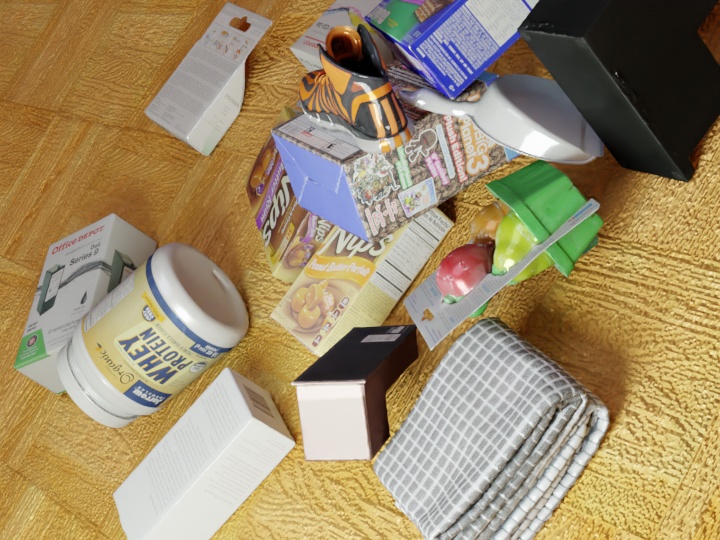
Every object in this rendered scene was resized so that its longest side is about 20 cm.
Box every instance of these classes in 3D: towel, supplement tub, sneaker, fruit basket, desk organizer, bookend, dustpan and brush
[{"bbox_3d":[0.108,0.156,1.356,0.200,0.085,0.166,-53,34,2],"label":"towel"},{"bbox_3d":[-0.245,0.079,1.778,0.200,0.144,0.145,-40,38,20],"label":"supplement tub"},{"bbox_3d":[-0.014,-0.198,1.515,0.077,0.112,0.200,-30,31,-17],"label":"sneaker"},{"bbox_3d":[0.131,-0.009,1.432,0.200,0.094,0.185,-47,13,4],"label":"fruit basket"},{"bbox_3d":[0.002,0.115,1.461,0.071,0.077,0.200,-3,12,17],"label":"desk organizer"},{"bbox_3d":[0.277,-0.225,1.395,0.200,0.199,0.092,-53,35,-11],"label":"bookend"},{"bbox_3d":[0.136,-0.157,1.492,0.140,0.199,0.057,-76,9,-57],"label":"dustpan and brush"}]

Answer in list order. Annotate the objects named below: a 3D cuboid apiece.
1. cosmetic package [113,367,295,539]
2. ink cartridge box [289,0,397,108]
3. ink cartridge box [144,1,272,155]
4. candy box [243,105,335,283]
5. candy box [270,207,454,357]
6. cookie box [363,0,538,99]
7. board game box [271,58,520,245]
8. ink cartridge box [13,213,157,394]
[{"bbox_3d":[-0.171,0.216,1.640,0.200,0.071,0.102,-47,36,10],"label":"cosmetic package"},{"bbox_3d":[-0.003,-0.276,1.828,0.200,0.068,0.116,-48,35,-8],"label":"ink cartridge box"},{"bbox_3d":[-0.199,-0.267,2.100,0.200,0.050,0.161,-52,35,-3],"label":"ink cartridge box"},{"bbox_3d":[-0.074,-0.088,1.766,0.117,0.056,0.200,-59,31,26],"label":"candy box"},{"bbox_3d":[0.000,0.000,1.634,0.200,0.055,0.115,-55,35,-1],"label":"candy box"},{"bbox_3d":[0.117,-0.277,1.487,0.200,0.075,0.171,-43,24,2],"label":"cookie box"},{"bbox_3d":[0.037,-0.135,1.595,0.199,0.097,0.159,-31,31,-19],"label":"board game box"},{"bbox_3d":[-0.360,0.044,1.991,0.146,0.084,0.201,-22,46,37],"label":"ink cartridge box"}]
